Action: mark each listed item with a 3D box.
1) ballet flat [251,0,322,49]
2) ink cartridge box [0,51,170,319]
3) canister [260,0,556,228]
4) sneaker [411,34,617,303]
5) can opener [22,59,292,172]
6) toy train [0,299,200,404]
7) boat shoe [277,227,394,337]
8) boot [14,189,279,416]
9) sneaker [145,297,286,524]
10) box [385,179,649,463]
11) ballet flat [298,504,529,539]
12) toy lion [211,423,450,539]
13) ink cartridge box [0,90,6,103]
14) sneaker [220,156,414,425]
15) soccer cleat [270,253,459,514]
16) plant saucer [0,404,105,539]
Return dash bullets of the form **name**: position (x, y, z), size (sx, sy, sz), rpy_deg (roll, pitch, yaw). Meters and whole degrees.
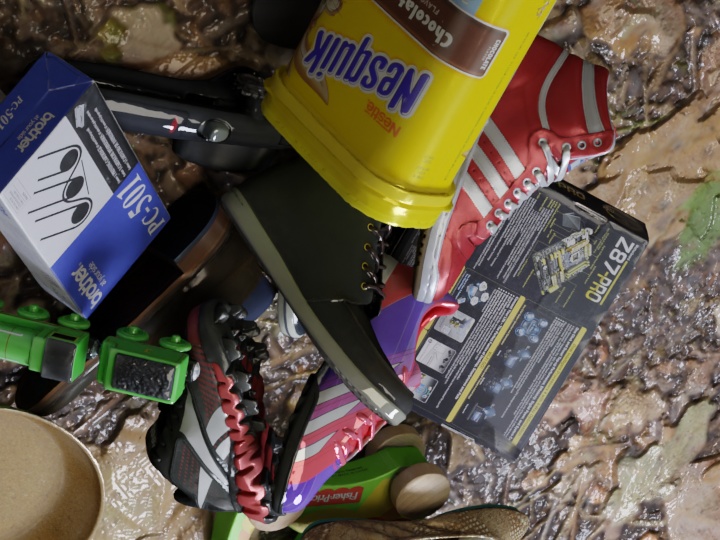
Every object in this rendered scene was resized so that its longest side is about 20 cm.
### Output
- **ballet flat**: position (0.026, -0.184, 1.619), size (0.200, 0.073, 0.073), rpy_deg (-11, 121, -24)
- **ink cartridge box**: position (-0.188, -0.051, 1.522), size (0.094, 0.044, 0.200), rpy_deg (-52, 158, -13)
- **canister**: position (0.036, -0.151, 1.513), size (0.086, 0.149, 0.200), rpy_deg (3, 125, -47)
- **sneaker**: position (0.109, -0.062, 1.623), size (0.112, 0.071, 0.200), rpy_deg (18, 91, -4)
- **can opener**: position (-0.129, -0.106, 1.578), size (0.200, 0.063, 0.079), rpy_deg (9, 112, -33)
- **toy train**: position (-0.206, 0.050, 1.565), size (0.200, 0.056, 0.042), rpy_deg (12, 106, 7)
- **boat shoe**: position (-0.004, -0.038, 1.676), size (0.200, 0.062, 0.075), rpy_deg (-65, 170, 12)
- **boot**: position (-0.144, 0.047, 1.649), size (0.200, 0.075, 0.097), rpy_deg (-45, 126, -3)
- **sneaker**: position (-0.108, 0.100, 1.644), size (0.098, 0.071, 0.201), rpy_deg (0, 134, 10)
- **box**: position (0.091, 0.018, 1.712), size (0.161, 0.049, 0.200), rpy_deg (27, 108, -5)
- **ballet flat**: position (0.047, 0.220, 1.783), size (0.200, 0.065, 0.071), rpy_deg (-4, 135, -26)
- **toy lion**: position (-0.025, 0.215, 1.827), size (0.200, 0.069, 0.192), rpy_deg (-1, 124, -29)
- **ink cartridge box**: position (-0.323, -0.040, 1.491), size (0.144, 0.085, 0.200), rpy_deg (14, 107, -34)
- **sneaker**: position (0.000, 0.000, 1.583), size (0.106, 0.200, 0.075), rpy_deg (-34, 164, -3)
- **soccer cleat**: position (0.000, 0.085, 1.636), size (0.073, 0.068, 0.200), rpy_deg (25, 70, 3)
- **plant saucer**: position (-0.277, 0.155, 1.633), size (0.200, 0.035, 0.200), rpy_deg (-9, 132, -10)
